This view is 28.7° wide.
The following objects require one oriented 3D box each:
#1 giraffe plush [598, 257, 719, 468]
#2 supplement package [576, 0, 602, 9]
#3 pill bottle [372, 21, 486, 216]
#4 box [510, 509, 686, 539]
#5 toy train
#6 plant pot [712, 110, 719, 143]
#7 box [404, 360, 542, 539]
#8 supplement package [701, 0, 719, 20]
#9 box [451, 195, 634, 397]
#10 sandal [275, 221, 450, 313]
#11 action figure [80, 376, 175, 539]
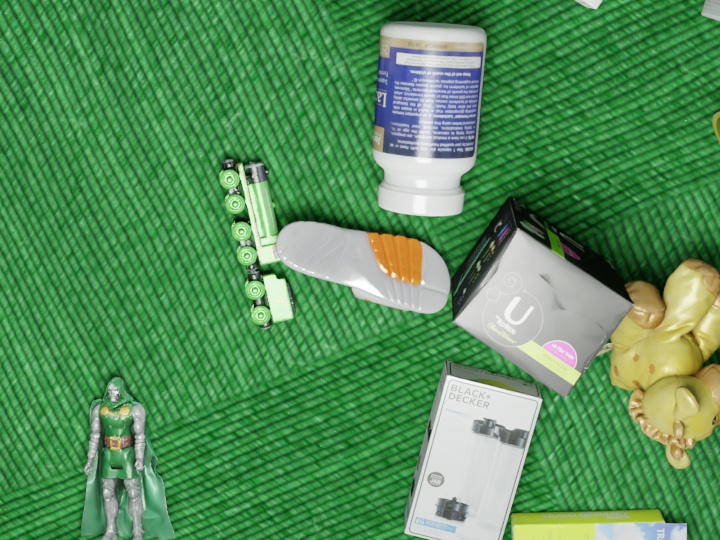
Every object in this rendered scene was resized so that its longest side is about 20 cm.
[{"bbox_3d":[0.341,0.112,1.516,0.200,0.162,0.173,-35,136,15],"label":"giraffe plush"},{"bbox_3d":[0.190,-0.373,1.474,0.200,0.110,0.114,33,102,-4],"label":"supplement package"},{"bbox_3d":[0.072,-0.165,1.523,0.116,0.116,0.200,4,102,2],"label":"pill bottle"},{"bbox_3d":[0.279,0.345,1.657,0.200,0.048,0.122,-2,103,3],"label":"box"},{"bbox_3d":[-0.116,-0.032,1.603,0.056,0.042,0.200,-12,101,-4],"label":"toy train"},{"bbox_3d":[0.511,-0.159,1.477,0.193,0.200,0.200,-44,97,-2],"label":"plant pot"},{"bbox_3d":[0.128,0.217,1.631,0.117,0.060,0.200,15,102,0],"label":"box"},{"bbox_3d":[0.449,-0.345,1.463,0.117,0.117,0.200,16,103,0],"label":"supplement package"},{"bbox_3d":[0.189,0.023,1.514,0.148,0.200,0.124,33,102,-5],"label":"box"},{"bbox_3d":[0.002,-0.008,1.590,0.206,0.059,0.079,18,78,-11],"label":"sandal"},{"bbox_3d":[-0.284,0.223,1.662,0.118,0.055,0.200,-2,98,6],"label":"action figure"}]
